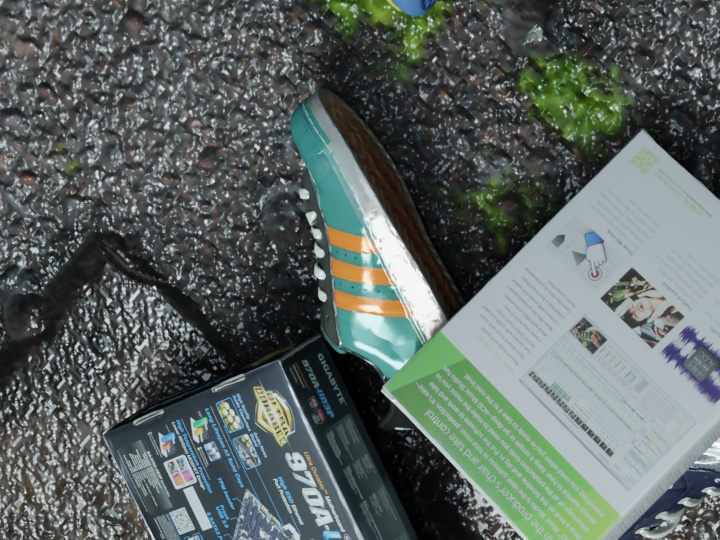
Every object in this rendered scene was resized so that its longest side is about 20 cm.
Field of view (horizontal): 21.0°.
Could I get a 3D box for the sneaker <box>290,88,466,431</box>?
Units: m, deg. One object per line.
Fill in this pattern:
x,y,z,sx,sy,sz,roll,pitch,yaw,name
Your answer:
0.000,0.000,1.090,0.080,0.071,0.201,-26,94,17,sneaker

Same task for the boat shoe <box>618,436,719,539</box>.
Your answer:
0.175,0.105,1.063,0.198,0.075,0.093,6,118,18,boat shoe

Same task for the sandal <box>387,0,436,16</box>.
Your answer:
0.079,-0.215,1.017,0.087,0.079,0.201,35,112,5,sandal

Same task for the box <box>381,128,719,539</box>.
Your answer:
0.129,0.044,1.018,0.200,0.036,0.144,-44,66,-2,box

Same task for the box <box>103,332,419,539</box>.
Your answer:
-0.046,0.155,1.131,0.158,0.046,0.201,-25,93,39,box
